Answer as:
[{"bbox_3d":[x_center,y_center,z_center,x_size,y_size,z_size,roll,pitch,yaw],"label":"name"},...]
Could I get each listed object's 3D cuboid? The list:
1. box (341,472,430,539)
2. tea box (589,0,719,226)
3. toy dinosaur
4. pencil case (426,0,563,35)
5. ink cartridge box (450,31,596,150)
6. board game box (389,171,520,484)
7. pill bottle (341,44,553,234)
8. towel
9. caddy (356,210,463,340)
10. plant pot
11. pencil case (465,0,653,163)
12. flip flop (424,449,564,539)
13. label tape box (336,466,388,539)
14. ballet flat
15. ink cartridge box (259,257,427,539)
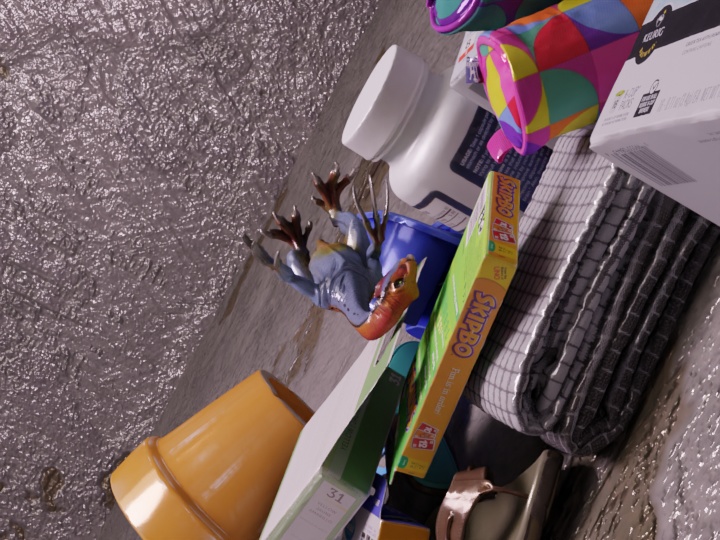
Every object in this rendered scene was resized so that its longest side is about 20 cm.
[{"bbox_3d":[0.004,0.243,0.955,0.119,0.041,0.203,171,112,-79],"label":"box"},{"bbox_3d":[0.231,-0.121,0.634,0.199,0.133,0.200,-63,11,-5],"label":"tea box"},{"bbox_3d":[0.000,0.000,0.995,0.104,0.200,0.182,-34,48,3],"label":"toy dinosaur"},{"bbox_3d":[0.138,-0.200,0.931,0.092,0.198,0.086,1,94,60],"label":"pencil case"},{"bbox_3d":[0.159,-0.171,1.015,0.050,0.161,0.201,-48,18,46],"label":"ink cartridge box"},{"bbox_3d":[0.059,0.044,0.896,0.096,0.030,0.201,-79,10,-54],"label":"board game box"},{"bbox_3d":[0.091,-0.082,1.022,0.112,0.198,0.111,-57,12,20],"label":"pill bottle"},{"bbox_3d":[0.143,0.011,0.881,0.202,0.085,0.166,-65,9,-1],"label":"towel"},{"bbox_3d":[0.059,0.001,1.133,0.106,0.140,0.200,-66,12,-4],"label":"caddy"},{"bbox_3d":[-0.120,0.209,1.396,0.183,0.200,0.200,-47,12,2],"label":"plant pot"},{"bbox_3d":[0.166,-0.141,0.871,0.198,0.089,0.088,-22,8,-7],"label":"pencil case"},{"bbox_3d":[0.073,0.161,0.902,0.082,0.057,0.200,-67,12,-23],"label":"flip flop"},{"bbox_3d":[-0.038,0.230,1.241,0.202,0.066,0.143,-66,11,-8],"label":"label tape box"},{"bbox_3d":[0.042,0.136,1.091,0.073,0.072,0.201,-57,19,25],"label":"ballet flat"},{"bbox_3d":[0.002,0.106,0.984,0.201,0.048,0.146,-54,7,32],"label":"ink cartridge box"}]
